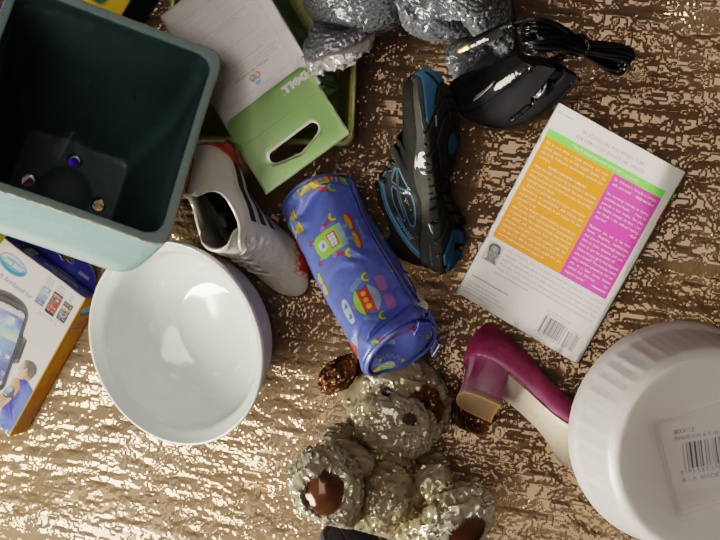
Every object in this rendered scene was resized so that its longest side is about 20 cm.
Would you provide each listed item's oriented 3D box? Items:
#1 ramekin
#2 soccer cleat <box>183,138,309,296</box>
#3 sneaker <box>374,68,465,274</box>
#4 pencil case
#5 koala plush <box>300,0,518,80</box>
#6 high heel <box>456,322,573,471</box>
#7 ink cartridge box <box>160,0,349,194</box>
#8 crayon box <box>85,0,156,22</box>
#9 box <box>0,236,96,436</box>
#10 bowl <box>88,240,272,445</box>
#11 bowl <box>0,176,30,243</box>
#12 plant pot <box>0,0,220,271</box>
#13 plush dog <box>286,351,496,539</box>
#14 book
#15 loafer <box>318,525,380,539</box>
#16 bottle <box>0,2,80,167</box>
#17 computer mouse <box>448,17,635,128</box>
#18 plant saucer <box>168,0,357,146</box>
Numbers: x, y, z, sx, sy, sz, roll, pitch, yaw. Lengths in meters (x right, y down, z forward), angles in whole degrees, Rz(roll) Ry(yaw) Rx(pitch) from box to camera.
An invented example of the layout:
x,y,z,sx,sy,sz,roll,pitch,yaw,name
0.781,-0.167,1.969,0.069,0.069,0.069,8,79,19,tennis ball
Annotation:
x,y,z,sx,sy,sz,roll,pitch,yaw,name
0.287,0.149,1.138,0.198,0.098,0.203,0,95,-4,ramekin
-0.113,-0.033,1.254,0.068,0.086,0.201,-8,132,27,soccer cleat
0.046,-0.090,1.221,0.081,0.073,0.202,12,123,27,sneaker
0.000,0.000,1.226,0.087,0.078,0.201,-41,61,22,pencil case
0.035,-0.261,1.176,0.198,0.184,0.179,-3,90,10,koala plush
0.186,0.123,1.235,0.198,0.096,0.068,22,141,2,high heel
-0.091,-0.184,1.244,0.103,0.059,0.201,-33,83,16,ink cartridge box
-0.276,-0.356,1.346,0.199,0.058,0.173,37,101,12,crayon box
-0.361,0.059,1.400,0.119,0.041,0.201,33,104,13,box
-0.162,0.063,1.303,0.199,0.090,0.203,5,102,25,bowl
-0.395,-0.114,1.341,0.107,0.200,0.202,-23,85,-7,bowl
-0.261,-0.106,1.217,0.194,0.200,0.198,18,67,-12,plant pot
0.030,0.163,1.250,0.198,0.160,0.173,17,83,-12,plush dog
0.194,-0.034,1.222,0.133,0.048,0.201,31,102,11,book
0.039,0.321,1.281,0.199,0.072,0.063,32,121,19,loafer
-0.324,-0.175,1.355,0.065,0.084,0.202,-20,85,11,bottle
0.127,-0.164,1.152,0.199,0.140,0.047,-12,72,50,computer mouse
-0.090,-0.225,1.299,0.198,0.048,0.202,4,94,17,plant saucer
